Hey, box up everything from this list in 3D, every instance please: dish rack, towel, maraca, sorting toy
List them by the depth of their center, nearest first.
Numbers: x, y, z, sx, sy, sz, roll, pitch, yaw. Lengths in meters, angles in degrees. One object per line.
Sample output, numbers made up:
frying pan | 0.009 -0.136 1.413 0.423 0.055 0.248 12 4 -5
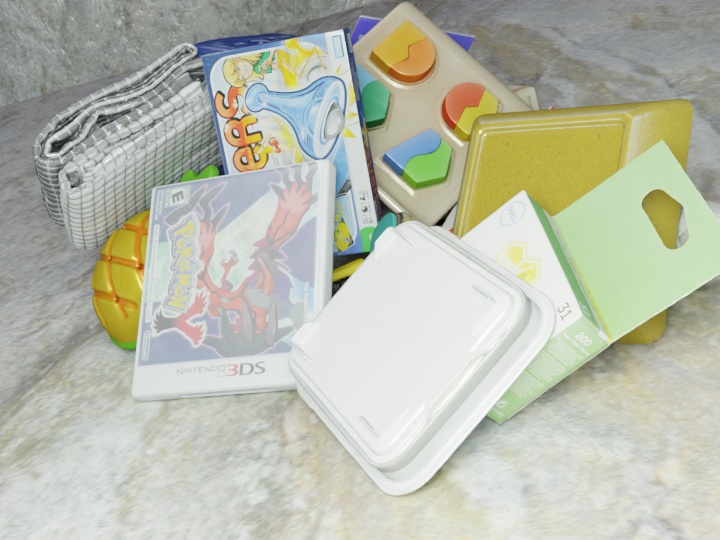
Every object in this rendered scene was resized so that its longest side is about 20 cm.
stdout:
dish rack | 0.028 0.046 0.733 0.172 0.044 0.200 -48 34 -2
towel | -0.220 -0.123 1.003 0.200 0.086 0.166 -40 -9 -21
maraca | -0.191 -0.012 1.004 0.200 0.107 0.137 -52 46 15
sorting toy | 0.055 -0.159 1.012 0.200 0.185 0.036 -45 -8 -24

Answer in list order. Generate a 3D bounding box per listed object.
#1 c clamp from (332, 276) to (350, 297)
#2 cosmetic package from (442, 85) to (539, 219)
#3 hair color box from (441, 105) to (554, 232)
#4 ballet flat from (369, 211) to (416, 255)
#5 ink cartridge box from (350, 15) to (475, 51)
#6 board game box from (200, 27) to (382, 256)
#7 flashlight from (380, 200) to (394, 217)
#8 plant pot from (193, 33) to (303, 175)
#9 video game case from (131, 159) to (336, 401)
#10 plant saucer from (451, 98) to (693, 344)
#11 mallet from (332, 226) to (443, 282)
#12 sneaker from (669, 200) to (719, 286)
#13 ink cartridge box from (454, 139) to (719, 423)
c clamp | -0.069 0.034 0.990 0.199 0.027 0.171 -8 27 15
cosmetic package | 0.109 -0.128 1.154 0.199 0.106 0.071 -26 22 -22
hair color box | 0.151 -0.076 0.995 0.111 0.064 0.200 -39 9 31
ballet flat | 0.033 0.030 0.861 0.070 0.071 0.200 -8 40 19
ink cartridge box | 0.032 -0.180 1.157 0.198 0.200 0.043 -5 45 -45
board game box | -0.059 -0.110 0.943 0.135 0.201 0.034 -8 13 12
flashlight | 0.088 -0.108 1.068 0.200 0.068 0.068 -52 1 -18
plant pot | -0.088 -0.204 1.337 0.179 0.201 0.200 6 19 28
video game case | -0.110 0.009 0.894 0.181 0.201 0.023 -7 -22 21
plant saucer | 0.151 -0.048 0.825 0.199 0.201 0.048 1 -17 38
mallet | 0.000 0.000 0.953 0.199 0.041 0.066 -18 24 -15
sneaker | 0.219 -0.006 0.831 0.085 0.073 0.200 -33 16 -32
ink cartridge box | 0.145 -0.004 0.726 0.200 0.048 0.146 -40 36 21
